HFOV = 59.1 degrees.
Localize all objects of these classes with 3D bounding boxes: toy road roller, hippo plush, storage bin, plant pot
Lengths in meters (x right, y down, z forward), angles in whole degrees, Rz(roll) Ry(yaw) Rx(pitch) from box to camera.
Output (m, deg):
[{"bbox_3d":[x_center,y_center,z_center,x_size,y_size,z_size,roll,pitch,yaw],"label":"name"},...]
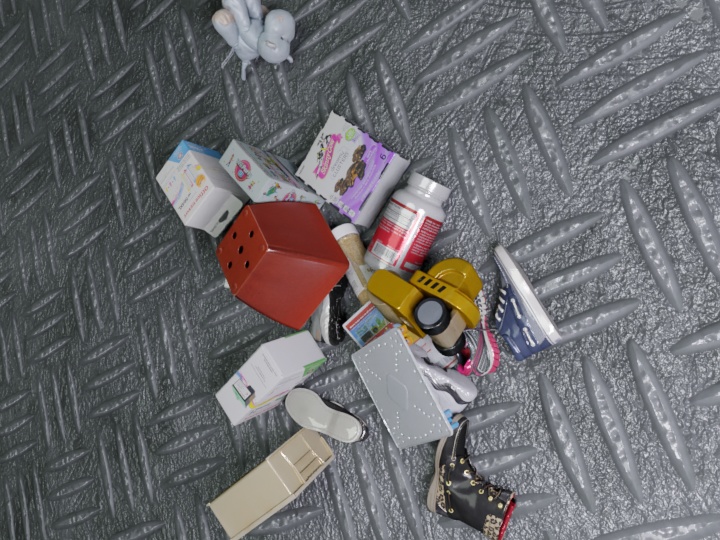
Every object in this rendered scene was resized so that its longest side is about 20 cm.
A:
[{"bbox_3d":[0.124,0.042,1.116,0.199,0.123,0.146,28,76,38],"label":"toy road roller"},{"bbox_3d":[-0.243,-0.552,1.482,0.160,0.159,0.202,26,98,33],"label":"hippo plush"},{"bbox_3d":[-0.179,0.432,1.308,0.200,0.198,0.094,-42,81,22],"label":"storage bin"},{"bbox_3d":[-0.176,-0.025,1.299,0.200,0.175,0.201,-51,49,25],"label":"plant pot"}]

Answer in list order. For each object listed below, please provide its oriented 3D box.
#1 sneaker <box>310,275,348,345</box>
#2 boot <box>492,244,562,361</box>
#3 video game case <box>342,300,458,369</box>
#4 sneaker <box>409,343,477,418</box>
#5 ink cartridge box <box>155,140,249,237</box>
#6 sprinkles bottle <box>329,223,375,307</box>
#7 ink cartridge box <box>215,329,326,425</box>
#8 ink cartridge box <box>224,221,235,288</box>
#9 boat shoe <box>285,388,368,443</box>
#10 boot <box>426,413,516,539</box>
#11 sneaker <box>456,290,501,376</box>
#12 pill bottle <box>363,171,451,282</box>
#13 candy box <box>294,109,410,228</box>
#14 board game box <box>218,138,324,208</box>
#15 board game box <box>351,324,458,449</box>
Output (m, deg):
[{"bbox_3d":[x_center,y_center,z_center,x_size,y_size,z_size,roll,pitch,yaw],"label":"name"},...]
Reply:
[{"bbox_3d":[-0.076,0.057,1.356,0.079,0.074,0.202,1,85,38],"label":"sneaker"},{"bbox_3d":[0.268,0.057,1.130,0.090,0.073,0.201,-34,68,19],"label":"boot"},{"bbox_3d":[0.078,0.139,1.236,0.143,0.017,0.200,-42,86,21],"label":"video game case"},{"bbox_3d":[0.109,0.217,1.191,0.199,0.075,0.116,30,109,11],"label":"sneaker"},{"bbox_3d":[-0.379,-0.194,1.548,0.129,0.125,0.200,-48,62,19],"label":"ink cartridge box"},{"bbox_3d":[0.000,0.000,1.314,0.068,0.068,0.201,-38,66,23],"label":"sprinkles bottle"},{"bbox_3d":[-0.191,0.226,1.344,0.200,0.144,0.084,-46,72,32],"label":"ink cartridge box"},{"bbox_3d":[-0.212,-0.025,1.482,0.198,0.050,0.164,8,88,15],"label":"ink cartridge box"},{"bbox_3d":[-0.070,0.305,1.329,0.199,0.060,0.074,15,79,32],"label":"boat shoe"},{"bbox_3d":[0.204,0.371,1.131,0.150,0.073,0.202,20,103,33],"label":"boot"},{"bbox_3d":[0.191,0.093,1.160,0.081,0.074,0.202,-45,57,54],"label":"sneaker"},{"bbox_3d":[0.095,-0.085,1.237,0.112,0.112,0.201,32,101,31],"label":"pill bottle"},{"bbox_3d":[-0.021,-0.216,1.350,0.200,0.071,0.169,40,106,29],"label":"candy box"},{"bbox_3d":[-0.187,-0.196,1.379,0.148,0.199,0.064,47,107,28],"label":"board game box"},{"bbox_3d":[0.075,0.214,1.145,0.201,0.026,0.200,62,149,8],"label":"board game box"}]
